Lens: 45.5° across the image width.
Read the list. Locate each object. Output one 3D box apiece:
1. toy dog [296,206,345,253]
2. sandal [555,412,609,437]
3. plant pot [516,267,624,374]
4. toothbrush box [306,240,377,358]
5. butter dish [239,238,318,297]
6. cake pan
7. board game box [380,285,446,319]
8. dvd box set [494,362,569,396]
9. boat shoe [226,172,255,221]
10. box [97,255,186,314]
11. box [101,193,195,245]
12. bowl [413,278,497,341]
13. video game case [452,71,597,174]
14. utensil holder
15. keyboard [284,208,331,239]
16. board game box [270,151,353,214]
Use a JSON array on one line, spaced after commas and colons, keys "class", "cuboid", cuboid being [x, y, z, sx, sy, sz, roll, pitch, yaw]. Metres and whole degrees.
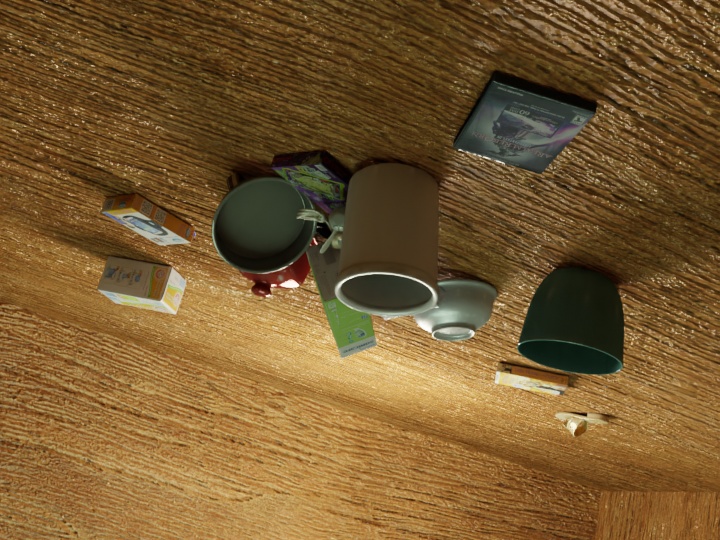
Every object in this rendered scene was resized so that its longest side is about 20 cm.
[{"class": "toy dog", "cuboid": [-0.024, -0.050, 1.570, 0.131, 0.098, 0.199, -2, 171, 32]}, {"class": "sandal", "cuboid": [0.695, 0.494, 2.731, 0.077, 0.070, 0.211, 25, 159, -29]}, {"class": "plant pot", "cuboid": [0.411, 0.091, 1.642, 0.198, 0.163, 0.201, 13, 162, 4]}, {"class": "toothbrush box", "cuboid": [-0.037, 0.055, 1.724, 0.085, 0.147, 0.201, -18, 140, -5]}, {"class": "butter dish", "cuboid": [-0.190, -0.016, 1.808, 0.197, 0.150, 0.200, 12, 162, 14]}, {"class": "cake pan", "cuboid": [-0.179, -0.089, 1.586, 0.199, 0.201, 0.037, 26, -160, -32]}, {"class": "board game box", "cuboid": [0.047, 0.013, 1.782, 0.200, 0.041, 0.199, 44, 150, -18]}, {"class": "dvd box set", "cuboid": [0.480, 0.309, 2.423, 0.197, 0.030, 0.147, 11, 161, 10]}, {"class": "boat shoe", "cuboid": [-0.236, -0.104, 1.646, 0.071, 0.073, 0.201, -13, 146, -2]}, {"class": "box", "cuboid": [-0.595, 0.040, 2.350, 0.197, 0.103, 0.113, 9, 161, 16]}, {"class": "box", "cuboid": [-0.468, -0.107, 1.933, 0.118, 0.042, 0.200, -2, 153, 40]}, {"class": "bowl", "cuboid": [0.200, 0.096, 1.862, 0.198, 0.092, 0.201, 0, 158, 0]}, {"class": "video game case", "cuboid": [0.220, -0.198, 1.187, 0.141, 0.019, 0.200, 16, 160, -4]}, {"class": "utensil holder", "cuboid": [0.050, -0.050, 1.413, 0.167, 0.202, 0.170, 5, 155, 2]}, {"class": "keyboard", "cuboid": [-0.115, -0.109, 1.692, 0.199, 0.040, 0.104, 27, -179, -34]}, {"class": "board game box", "cuboid": [-0.053, -0.147, 1.522, 0.119, 0.033, 0.200, -3, 154, 36]}]
